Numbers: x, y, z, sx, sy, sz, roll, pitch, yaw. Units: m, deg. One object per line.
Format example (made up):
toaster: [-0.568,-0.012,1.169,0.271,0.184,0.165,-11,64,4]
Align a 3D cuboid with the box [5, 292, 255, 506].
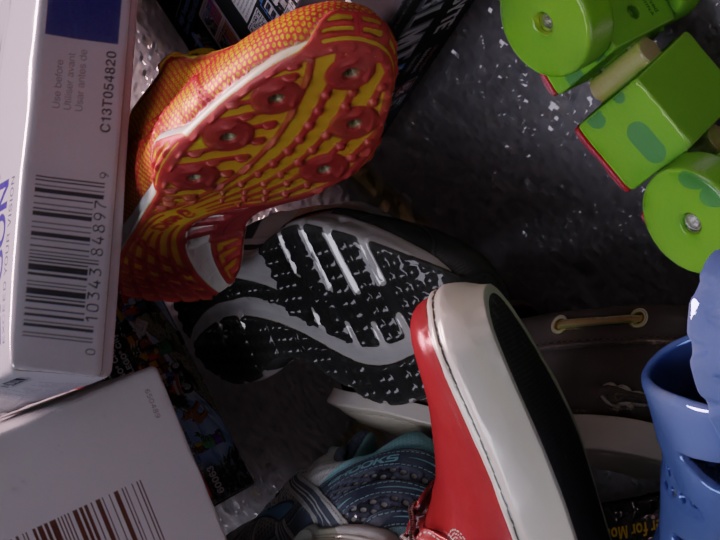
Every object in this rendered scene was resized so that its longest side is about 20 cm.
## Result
box: [-0.119,0.057,0.988,0.137,0.037,0.200,63,157,5]

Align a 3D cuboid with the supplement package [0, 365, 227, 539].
supplement package: [-0.138,0.120,0.890,0.118,0.116,0.200,67,158,-2]

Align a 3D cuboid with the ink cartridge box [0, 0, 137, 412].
ink cartridge box: [-0.131,-0.049,0.839,0.200,0.040,0.202,157,117,-68]

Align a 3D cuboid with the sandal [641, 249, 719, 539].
sandal: [0.125,0.051,0.695,0.087,0.080,0.201,33,144,7]

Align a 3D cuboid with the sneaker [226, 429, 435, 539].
sneaker: [-0.009,0.115,0.897,0.077,0.087,0.200,34,157,-14]

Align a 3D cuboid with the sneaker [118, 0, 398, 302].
sneaker: [-0.050,-0.052,0.761,0.200,0.072,0.078,-34,55,56]

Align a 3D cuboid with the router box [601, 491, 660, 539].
router box: [0.086,0.170,0.859,0.199,0.051,0.151,-20,74,50]

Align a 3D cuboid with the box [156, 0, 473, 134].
box: [-0.043,-0.148,0.775,0.199,0.049,0.200,57,158,9]

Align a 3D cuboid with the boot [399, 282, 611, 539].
boot: [0.015,0.108,0.752,0.143,0.073,0.202,-13,111,15]

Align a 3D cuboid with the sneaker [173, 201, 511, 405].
sneaker: [0.000,0.000,0.837,0.199,0.080,0.074,5,119,59]

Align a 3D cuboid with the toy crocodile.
toy crocodile: [0.096,-0.057,0.736,0.201,0.067,0.062,55,140,1]

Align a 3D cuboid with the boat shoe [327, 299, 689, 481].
boat shoe: [0.059,0.040,0.841,0.199,0.071,0.060,0,74,56]
